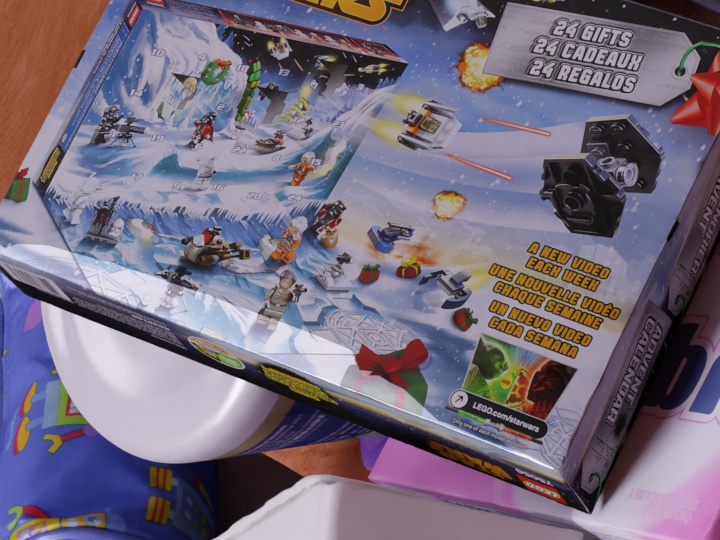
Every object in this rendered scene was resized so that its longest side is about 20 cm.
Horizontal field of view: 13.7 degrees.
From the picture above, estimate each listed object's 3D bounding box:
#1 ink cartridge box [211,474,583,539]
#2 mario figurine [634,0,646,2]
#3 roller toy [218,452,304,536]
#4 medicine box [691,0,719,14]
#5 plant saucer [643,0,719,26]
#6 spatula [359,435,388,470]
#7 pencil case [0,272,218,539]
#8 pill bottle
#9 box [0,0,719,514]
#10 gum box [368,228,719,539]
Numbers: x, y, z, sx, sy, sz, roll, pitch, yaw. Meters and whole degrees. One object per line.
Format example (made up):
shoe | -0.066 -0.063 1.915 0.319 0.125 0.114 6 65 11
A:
ink cartridge box | -0.009 0.174 0.851 0.145 0.087 0.201 142 136 -62
mario figurine | 0.015 -0.106 1.116 0.200 0.123 0.107 -19 68 52
roller toy | -0.041 0.171 1.075 0.182 0.140 0.201 -21 43 51
medicine box | 0.140 -0.131 0.897 0.200 0.182 0.103 19 88 64
plant saucer | 0.073 -0.055 1.136 0.200 0.037 0.201 -43 36 43
spatula | -0.008 -0.021 1.194 0.057 0.020 0.201 -41 61 47
pencil case | -0.091 0.055 1.030 0.200 0.086 0.078 -96 10 -51
pill bottle | 0.000 0.000 1.005 0.111 0.200 0.112 5 97 42
box | 0.005 -0.028 0.866 0.199 0.040 0.137 20 75 26
gum box | 0.092 0.036 0.889 0.200 0.066 0.114 4 63 62
